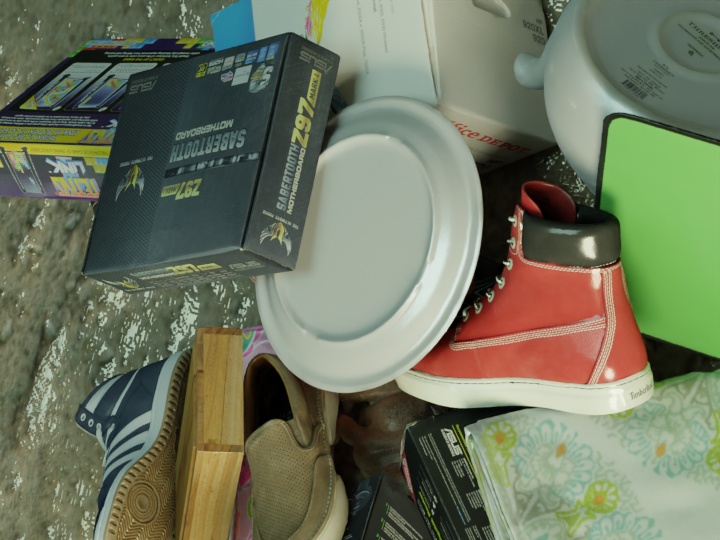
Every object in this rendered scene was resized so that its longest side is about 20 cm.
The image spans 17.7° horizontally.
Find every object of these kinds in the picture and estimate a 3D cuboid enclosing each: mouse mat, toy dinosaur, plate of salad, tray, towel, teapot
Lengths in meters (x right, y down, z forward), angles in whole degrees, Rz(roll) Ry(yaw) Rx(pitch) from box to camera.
[{"bbox_3d":[0.219,-0.010,1.431,0.160,0.201,0.008,18,52,15],"label":"mouse mat"},{"bbox_3d":[0.036,0.107,1.650,0.135,0.086,0.201,-24,51,26],"label":"toy dinosaur"},{"bbox_3d":[0.008,-0.016,1.529,0.199,0.048,0.201,-14,68,38],"label":"plate of salad"},{"bbox_3d":[-0.110,0.134,1.661,0.200,0.037,0.099,103,168,-57],"label":"tray"},{"bbox_3d":[0.177,0.153,1.450,0.048,0.199,0.172,96,161,-59],"label":"towel"},{"bbox_3d":[0.207,-0.094,1.496,0.146,0.196,0.201,100,172,-48],"label":"teapot"}]

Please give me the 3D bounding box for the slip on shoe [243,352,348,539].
[{"bbox_3d":[-0.051,0.129,1.559,0.076,0.061,0.200,-33,29,24],"label":"slip on shoe"}]

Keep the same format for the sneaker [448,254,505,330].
[{"bbox_3d":[0.097,0.032,1.605,0.200,0.075,0.080,9,69,51],"label":"sneaker"}]

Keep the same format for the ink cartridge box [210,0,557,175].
[{"bbox_3d":[0.018,-0.139,1.664,0.199,0.147,0.145,-21,68,37],"label":"ink cartridge box"}]

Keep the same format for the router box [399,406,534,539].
[{"bbox_3d":[0.131,0.171,1.503,0.062,0.149,0.201,97,152,-57],"label":"router box"}]

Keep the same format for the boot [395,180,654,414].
[{"bbox_3d":[0.091,0.013,1.483,0.199,0.072,0.145,-1,108,42],"label":"boot"}]

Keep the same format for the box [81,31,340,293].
[{"bbox_3d":[-0.106,-0.071,1.603,0.200,0.051,0.159,-7,66,51],"label":"box"}]

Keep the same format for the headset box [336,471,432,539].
[{"bbox_3d":[0.020,0.259,1.524,0.093,0.174,0.200,-30,26,33],"label":"headset box"}]

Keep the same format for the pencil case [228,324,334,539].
[{"bbox_3d":[-0.058,0.141,1.717,0.087,0.087,0.201,-9,76,40],"label":"pencil case"}]

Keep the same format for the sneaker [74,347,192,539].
[{"bbox_3d":[-0.183,0.155,1.801,0.108,0.070,0.201,-14,43,39],"label":"sneaker"}]

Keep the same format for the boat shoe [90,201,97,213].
[{"bbox_3d":[-0.142,-0.054,1.837,0.199,0.073,0.065,-8,71,40],"label":"boat shoe"}]

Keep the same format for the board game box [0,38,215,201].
[{"bbox_3d":[-0.190,-0.121,1.839,0.199,0.165,0.057,5,129,42],"label":"board game box"}]

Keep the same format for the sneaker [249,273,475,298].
[{"bbox_3d":[0.000,0.000,1.634,0.199,0.116,0.079,20,67,26],"label":"sneaker"}]
